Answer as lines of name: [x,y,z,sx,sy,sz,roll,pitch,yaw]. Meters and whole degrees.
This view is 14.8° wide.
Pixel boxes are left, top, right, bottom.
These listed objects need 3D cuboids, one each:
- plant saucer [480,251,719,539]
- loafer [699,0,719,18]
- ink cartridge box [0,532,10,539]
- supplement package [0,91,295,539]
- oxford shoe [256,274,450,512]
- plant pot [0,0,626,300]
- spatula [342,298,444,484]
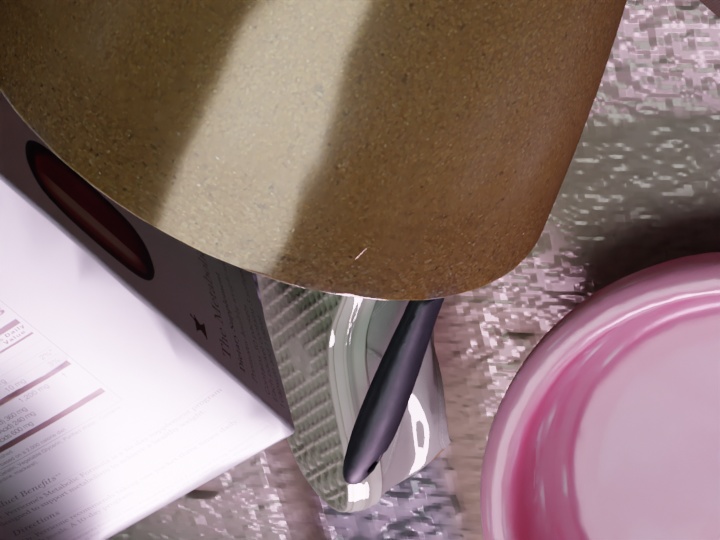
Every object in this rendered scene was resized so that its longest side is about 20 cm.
plant saucer: [0.144,0.082,0.994,0.200,0.051,0.201,5,113,13]
loafer: [0.153,-0.082,0.849,0.200,0.073,0.071,41,167,-28]
ink cartridge box: [-0.157,0.121,0.953,0.083,0.146,0.200,-35,120,11]
supplement package: [-0.127,-0.006,0.924,0.109,0.114,0.200,-30,139,14]
oxford shoe: [0.000,0.000,0.991,0.058,0.075,0.200,-24,133,-22]
plant pot: [0.010,-0.127,0.768,0.186,0.187,0.200,23,125,-8]
spatula: [0.036,-0.002,0.938,0.021,0.057,0.200,37,123,12]
